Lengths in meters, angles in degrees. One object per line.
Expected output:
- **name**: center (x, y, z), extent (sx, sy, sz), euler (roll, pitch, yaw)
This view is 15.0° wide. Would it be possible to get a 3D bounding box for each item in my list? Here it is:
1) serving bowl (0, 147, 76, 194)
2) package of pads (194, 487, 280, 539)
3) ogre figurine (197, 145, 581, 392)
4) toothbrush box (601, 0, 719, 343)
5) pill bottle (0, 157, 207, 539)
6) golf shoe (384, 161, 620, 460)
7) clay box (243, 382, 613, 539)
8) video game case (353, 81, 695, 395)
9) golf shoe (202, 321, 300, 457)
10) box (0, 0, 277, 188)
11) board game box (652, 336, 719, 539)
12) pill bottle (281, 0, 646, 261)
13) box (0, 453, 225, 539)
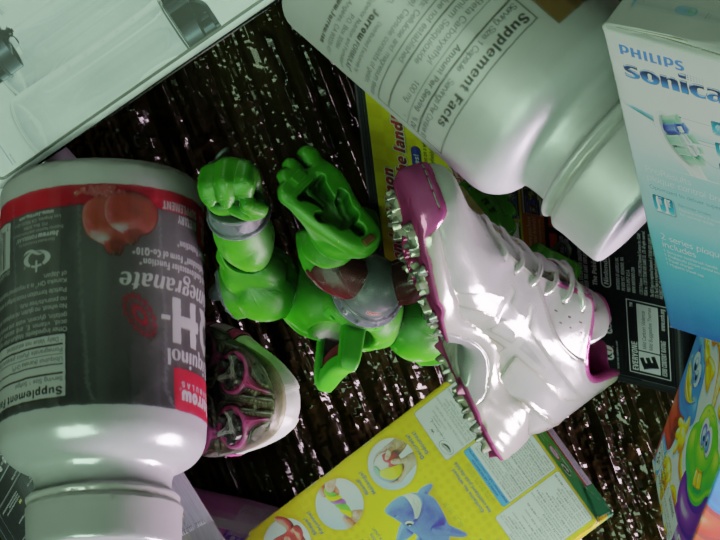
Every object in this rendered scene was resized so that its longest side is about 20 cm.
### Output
- **serving bowl**: center (-0.226, -0.023, 1.603), extent (0.199, 0.066, 0.201), euler (11, 123, 18)
- **package of pads**: center (-0.028, 0.212, 1.648), extent (0.199, 0.076, 0.121), euler (12, 125, 17)
- **ogre figurine**: center (0.000, 0.000, 1.444), extent (0.120, 0.199, 0.098), euler (125, 136, -52)
- **toothbrush box**: center (0.194, -0.077, 1.242), extent (0.085, 0.147, 0.200), euler (19, 147, 30)
- **pill bottle**: center (-0.136, 0.050, 1.445), extent (0.110, 0.111, 0.201), euler (-11, 72, 29)
- **golf shoe**: center (0.072, 0.009, 1.365), extent (0.091, 0.075, 0.200), euler (-22, 138, 1)
- **clay box**: center (0.029, 0.151, 1.546), extent (0.200, 0.048, 0.115), euler (-38, 81, 15)
- **video game case**: center (0.088, -0.033, 1.456), extent (0.180, 0.026, 0.200), euler (12, 133, 23)
- **golf shoe**: center (-0.074, 0.065, 1.537), extent (0.200, 0.092, 0.073), euler (4, 92, 62)
- **box**: center (-0.140, -0.147, 1.457), extent (0.200, 0.060, 0.117), euler (-31, 95, 18)
- **board game box**: center (0.231, 0.061, 1.408), extent (0.104, 0.103, 0.201), euler (9, 125, -8)
- **pill bottle**: center (0.069, -0.103, 1.323), extent (0.200, 0.114, 0.114), euler (42, 127, 11)
- **box**: center (-0.151, 0.144, 1.578), extent (0.159, 0.048, 0.200), euler (56, 153, 11)
